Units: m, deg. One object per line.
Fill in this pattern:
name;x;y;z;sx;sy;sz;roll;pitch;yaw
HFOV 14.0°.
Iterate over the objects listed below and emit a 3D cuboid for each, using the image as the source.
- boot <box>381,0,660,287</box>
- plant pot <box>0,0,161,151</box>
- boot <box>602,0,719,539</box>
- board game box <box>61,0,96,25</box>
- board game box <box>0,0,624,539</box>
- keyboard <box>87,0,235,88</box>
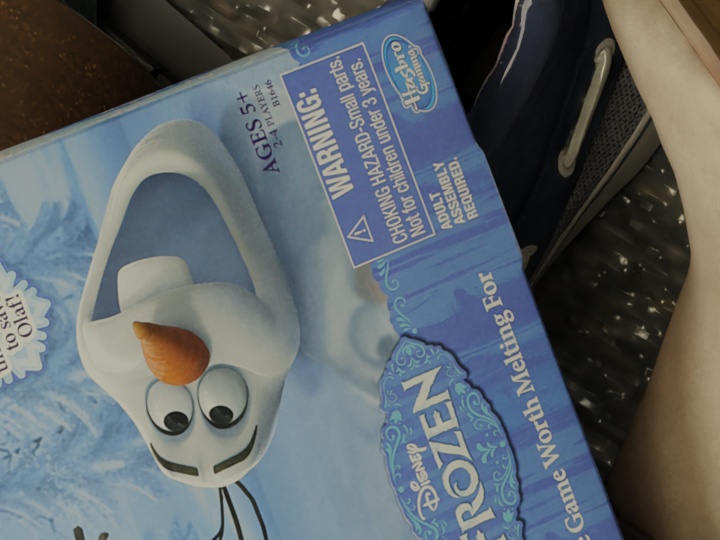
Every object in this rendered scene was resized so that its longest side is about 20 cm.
boot;0.000;0.000;0.748;0.073;0.090;0.200;39;104;27
plant pot;-0.138;0.019;0.738;0.187;0.187;0.200;24;78;29
boot;0.091;0.035;0.695;0.200;0.070;0.146;50;122;22
board game box;-0.137;-0.054;0.846;0.135;0.028;0.201;-4;83;29
board game box;-0.043;0.067;0.648;0.198;0.043;0.201;-23;95;-15
keyboard;-0.117;-0.048;0.862;0.200;0.021;0.127;41;105;27
